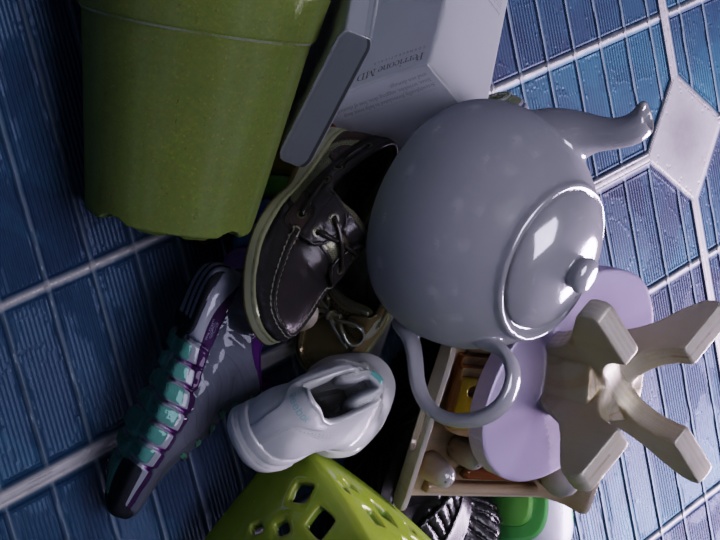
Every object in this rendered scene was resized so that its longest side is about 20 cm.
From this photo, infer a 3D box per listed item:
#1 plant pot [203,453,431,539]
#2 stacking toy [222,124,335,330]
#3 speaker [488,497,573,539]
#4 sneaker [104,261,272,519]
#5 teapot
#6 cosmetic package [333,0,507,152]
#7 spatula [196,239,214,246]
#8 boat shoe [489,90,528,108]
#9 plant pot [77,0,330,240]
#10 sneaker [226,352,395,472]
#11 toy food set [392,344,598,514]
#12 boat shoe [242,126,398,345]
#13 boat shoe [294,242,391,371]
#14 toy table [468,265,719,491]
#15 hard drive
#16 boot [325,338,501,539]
[{"bbox_3d":[-0.014,0.279,1.254,0.200,0.181,0.200,-51,124,-3],"label":"plant pot"},{"bbox_3d":[-0.049,-0.058,1.308,0.085,0.085,0.202,31,68,-40],"label":"stacking toy"},{"bbox_3d":[0.148,0.157,1.501,0.088,0.088,0.202,-8,98,-43],"label":"speaker"},{"bbox_3d":[-0.114,0.099,1.221,0.087,0.074,0.201,24,96,-22],"label":"sneaker"},{"bbox_3d":[0.108,-0.017,1.216,0.197,0.146,0.202,-30,135,-34],"label":"teapot"},{"bbox_3d":[0.048,-0.192,1.326,0.081,0.112,0.201,47,41,-34],"label":"cosmetic package"},{"bbox_3d":[-0.094,-0.115,1.295,0.056,0.020,0.202,21,80,-30],"label":"spatula"},{"bbox_3d":[0.069,-0.123,1.417,0.199,0.072,0.063,-24,107,-38],"label":"boat shoe"},{"bbox_3d":[-0.122,-0.127,1.174,0.199,0.199,0.192,0,105,-43],"label":"plant pot"},{"bbox_3d":[-0.010,0.094,1.234,0.076,0.088,0.200,59,29,6],"label":"sneaker"},{"bbox_3d":[0.127,0.130,1.361,0.198,0.060,0.145,6,107,-36],"label":"toy food set"},{"bbox_3d":[-0.027,-0.032,1.215,0.073,0.064,0.201,57,41,-40],"label":"boat shoe"},{"bbox_3d":[0.002,0.001,1.312,0.201,0.073,0.063,-55,167,18],"label":"boat shoe"},{"bbox_3d":[0.189,0.089,1.299,0.184,0.117,0.201,41,75,-32],"label":"toy table"},{"bbox_3d":[-0.015,-0.190,1.244,0.026,0.132,0.201,19,45,-12],"label":"hard drive"},{"bbox_3d":[0.071,0.168,1.431,0.157,0.079,0.213,31,82,-33],"label":"boot"}]
